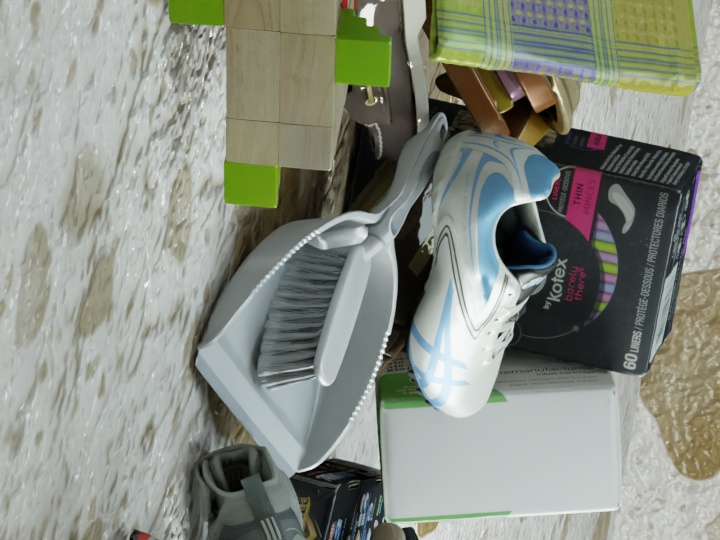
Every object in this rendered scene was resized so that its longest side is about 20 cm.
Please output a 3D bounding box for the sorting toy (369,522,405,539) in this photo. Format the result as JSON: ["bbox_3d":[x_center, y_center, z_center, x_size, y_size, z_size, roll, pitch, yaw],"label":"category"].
[{"bbox_3d":[-0.009,0.276,1.596,0.200,0.036,0.186,97,2,-47],"label":"sorting toy"}]

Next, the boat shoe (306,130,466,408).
[{"bbox_3d":[0.000,0.000,1.540,0.200,0.076,0.072,-49,123,-26],"label":"boat shoe"}]

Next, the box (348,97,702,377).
[{"bbox_3d":[0.097,-0.024,1.645,0.106,0.199,0.123,-41,142,-70],"label":"box"}]

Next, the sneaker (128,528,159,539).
[{"bbox_3d":[-0.074,0.207,1.347,0.200,0.093,0.071,87,20,-51],"label":"sneaker"}]

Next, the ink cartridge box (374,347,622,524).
[{"bbox_3d":[0.082,0.082,1.687,0.200,0.144,0.084,-93,180,-74],"label":"ink cartridge box"}]

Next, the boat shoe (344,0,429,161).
[{"bbox_3d":[0.002,-0.121,1.454,0.200,0.059,0.072,84,-12,-60],"label":"boat shoe"}]

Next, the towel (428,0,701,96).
[{"bbox_3d":[0.108,-0.168,1.437,0.199,0.023,0.144,2,79,-41],"label":"towel"}]

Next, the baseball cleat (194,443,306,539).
[{"bbox_3d":[-0.055,0.150,1.440,0.200,0.069,0.107,126,-51,-70],"label":"baseball cleat"}]

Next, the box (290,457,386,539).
[{"bbox_3d":[-0.036,0.218,1.641,0.198,0.049,0.201,9,93,-77],"label":"box"}]

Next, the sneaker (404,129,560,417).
[{"bbox_3d":[0.070,0.011,1.496,0.072,0.072,0.201,-48,153,-41],"label":"sneaker"}]

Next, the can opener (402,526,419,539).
[{"bbox_3d":[0.021,0.213,1.794,0.079,0.063,0.200,-44,-158,15],"label":"can opener"}]

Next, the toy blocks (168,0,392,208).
[{"bbox_3d":[-0.029,-0.149,1.244,0.137,0.099,0.201,-80,174,-50],"label":"toy blocks"}]

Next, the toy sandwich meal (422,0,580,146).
[{"bbox_3d":[0.060,-0.148,1.559,0.206,0.070,0.205,60,-3,5],"label":"toy sandwich meal"}]

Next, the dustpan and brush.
[{"bbox_3d":[-0.007,-0.002,1.436,0.140,0.057,0.201,55,48,-50],"label":"dustpan and brush"}]
